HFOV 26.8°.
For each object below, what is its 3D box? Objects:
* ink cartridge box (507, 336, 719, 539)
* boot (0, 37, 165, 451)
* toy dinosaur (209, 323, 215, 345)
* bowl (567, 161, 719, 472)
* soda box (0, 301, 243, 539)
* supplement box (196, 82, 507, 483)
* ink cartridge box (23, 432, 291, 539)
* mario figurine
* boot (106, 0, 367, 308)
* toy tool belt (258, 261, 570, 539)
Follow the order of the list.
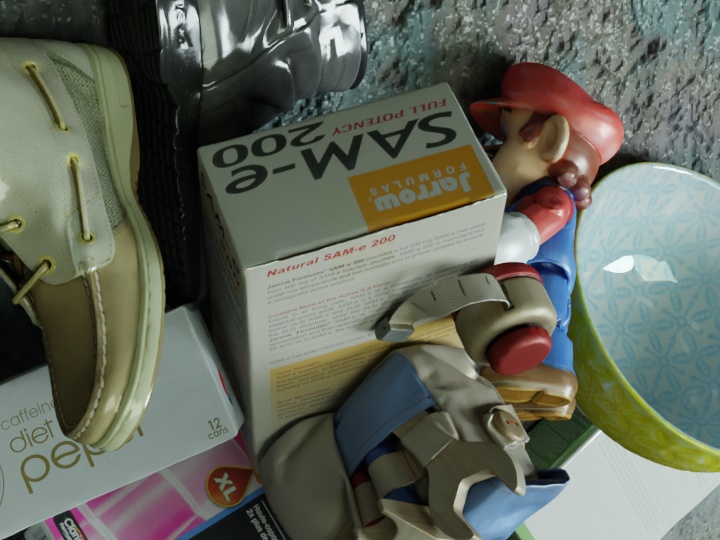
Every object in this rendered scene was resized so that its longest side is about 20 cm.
[{"bbox_3d":[0.186,0.134,1.058,0.200,0.048,0.146,-43,132,-10],"label":"ink cartridge box"},{"bbox_3d":[-0.166,-0.022,0.638,0.154,0.202,0.072,10,147,-37],"label":"boot"},{"bbox_3d":[0.000,0.000,0.854,0.198,0.061,0.107,-10,141,-21],"label":"toy dinosaur"},{"bbox_3d":[0.184,0.045,0.943,0.199,0.202,0.108,-3,154,-34],"label":"bowl"},{"bbox_3d":[-0.159,0.084,0.722,0.199,0.064,0.069,-23,91,-2],"label":"soda box"},{"bbox_3d":[-0.007,0.012,0.744,0.125,0.074,0.201,-16,147,-14],"label":"supplement box"},{"bbox_3d":[-0.073,0.131,0.814,0.199,0.095,0.037,-27,171,-40],"label":"ink cartridge box"},{"bbox_3d":[0.081,-0.021,0.841,0.105,0.123,0.202,15,69,-25],"label":"mario figurine"},{"bbox_3d":[-0.052,-0.080,0.757,0.131,0.070,0.201,-20,131,-33],"label":"boot"},{"bbox_3d":[0.043,0.104,0.725,0.124,0.124,0.200,6,137,-40],"label":"toy tool belt"}]
